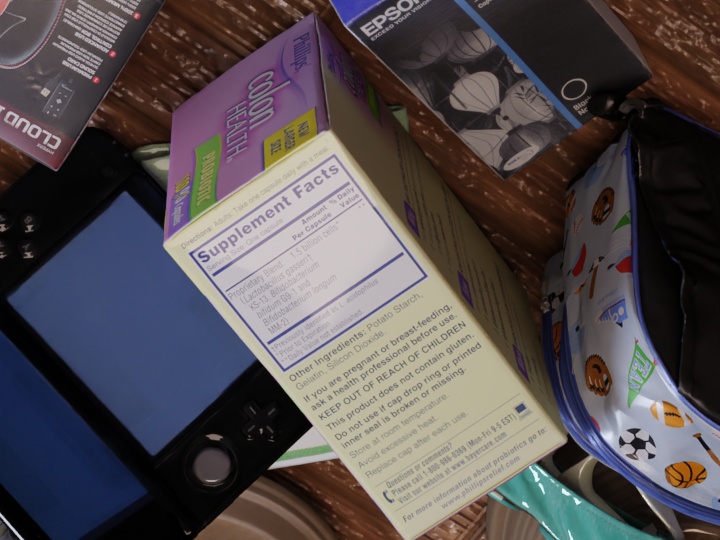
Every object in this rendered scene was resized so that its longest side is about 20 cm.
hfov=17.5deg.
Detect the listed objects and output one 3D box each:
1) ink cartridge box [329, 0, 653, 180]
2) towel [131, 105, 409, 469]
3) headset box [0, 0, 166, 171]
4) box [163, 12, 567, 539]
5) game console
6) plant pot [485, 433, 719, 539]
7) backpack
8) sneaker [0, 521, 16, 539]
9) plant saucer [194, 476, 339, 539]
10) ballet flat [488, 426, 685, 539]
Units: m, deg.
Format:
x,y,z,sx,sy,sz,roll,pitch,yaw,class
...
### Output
x,y,z,sx,sy,sz,roll,pitch,yaw,class
0.056,-0.128,1.152,0.099,0.039,0.200,-35,137,16,ink cartridge box
-0.034,0.015,1.274,0.152,0.023,0.200,-9,114,2,towel
-0.171,-0.158,1.156,0.148,0.075,0.200,29,112,-14,headset box
0.000,0.000,1.159,0.097,0.176,0.200,-33,112,11,box
-0.133,0.040,1.158,0.176,0.116,0.200,-43,84,-9,game console
0.171,0.161,1.310,0.200,0.093,0.201,0,116,0,plant pot
0.179,0.034,1.190,0.200,0.191,0.154,20,133,-15,backpack
-0.172,0.073,1.282,0.081,0.074,0.200,31,113,-35,sneaker
-0.102,0.194,1.341,0.199,0.029,0.200,0,124,0,plant saucer
0.107,0.110,1.244,0.200,0.067,0.070,39,96,23,ballet flat
